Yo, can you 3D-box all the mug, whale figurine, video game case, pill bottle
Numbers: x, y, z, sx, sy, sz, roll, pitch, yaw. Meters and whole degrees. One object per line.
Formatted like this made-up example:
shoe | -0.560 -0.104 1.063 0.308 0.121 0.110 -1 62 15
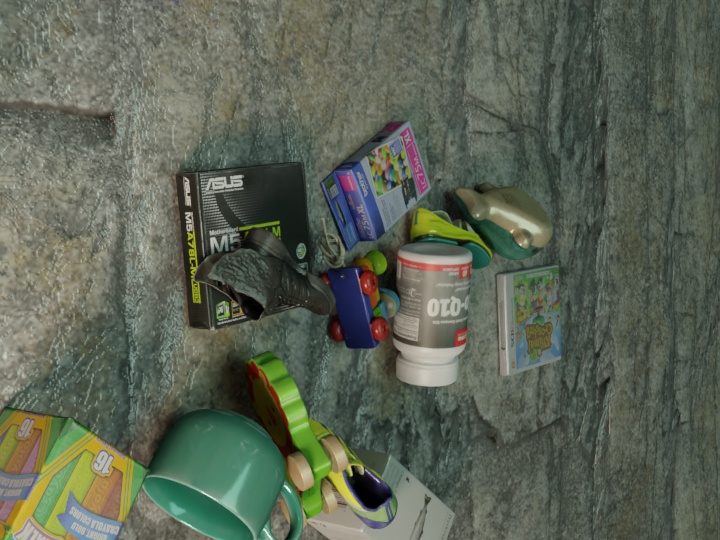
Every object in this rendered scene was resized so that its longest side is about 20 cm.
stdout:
mug | -0.158 0.245 1.238 0.185 0.151 0.115 55 49 -38
whale figurine | 0.229 -0.080 1.752 0.199 0.104 0.160 10 38 -40
video game case | 0.314 0.088 1.919 0.199 0.022 0.184 -8 97 -51
pill bottle | 0.107 0.066 1.580 0.113 0.113 0.202 -12 109 -50

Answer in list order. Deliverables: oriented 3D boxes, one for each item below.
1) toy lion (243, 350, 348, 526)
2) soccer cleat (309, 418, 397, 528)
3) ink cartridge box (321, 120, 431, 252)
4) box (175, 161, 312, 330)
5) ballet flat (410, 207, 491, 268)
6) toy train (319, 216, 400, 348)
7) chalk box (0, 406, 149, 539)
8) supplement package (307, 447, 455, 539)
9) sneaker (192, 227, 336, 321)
toy lion | -0.095 0.206 1.322 0.068 0.192 0.201 -23 150 -23
soccer cleat | -0.025 0.255 1.376 0.065 0.200 0.084 -37 154 -24
ink cartridge box | 0.028 -0.127 1.551 0.200 0.042 0.120 -42 122 -40
box | -0.143 -0.037 1.335 0.199 0.047 0.195 -12 103 -51
ballet flat | 0.149 -0.057 1.686 0.199 0.067 0.068 18 58 -48
toy train | 0.000 0.000 1.491 0.116 0.084 0.202 -40 121 -55
chalk box | -0.331 0.257 1.047 0.124 0.123 0.201 45 57 -41
supplement package | 0.029 0.352 1.498 0.200 0.117 0.118 47 56 -41
sneaker | -0.114 0.025 1.295 0.200 0.060 0.105 47 55 -36
